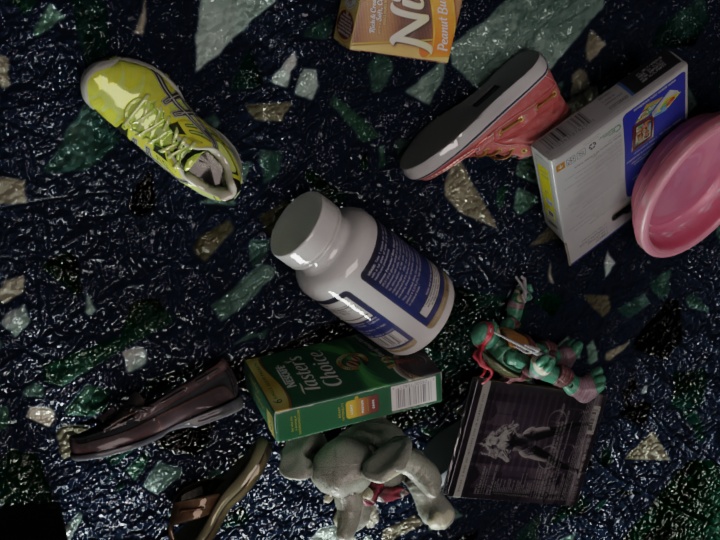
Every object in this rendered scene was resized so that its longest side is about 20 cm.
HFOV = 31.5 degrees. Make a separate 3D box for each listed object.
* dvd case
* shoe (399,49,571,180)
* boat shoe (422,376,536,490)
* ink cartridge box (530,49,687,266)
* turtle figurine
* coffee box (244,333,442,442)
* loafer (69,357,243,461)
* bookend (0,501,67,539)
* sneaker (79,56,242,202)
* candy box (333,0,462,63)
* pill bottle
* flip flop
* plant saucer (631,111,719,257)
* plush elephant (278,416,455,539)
[{"bbox_3d":[0.202,0.212,1.560,0.199,0.016,0.149,9,100,-29],"label":"dvd case"},{"bbox_3d":[0.142,-0.146,1.405,0.200,0.071,0.091,-41,120,-4],"label":"shoe"},{"bbox_3d":[0.158,0.222,1.586,0.200,0.071,0.091,-42,118,-2],"label":"boat shoe"},{"bbox_3d":[0.293,-0.128,1.470,0.197,0.047,0.200,-36,147,-11],"label":"ink cartridge box"},{"bbox_3d":[0.197,0.087,1.511,0.200,0.150,0.101,28,127,-35],"label":"turtle figurine"},{"bbox_3d":[-0.020,0.124,1.436,0.199,0.123,0.044,-12,119,-16],"label":"coffee box"},{"bbox_3d":[-0.229,0.151,1.402,0.199,0.072,0.063,-17,100,-22],"label":"loafer"},{"bbox_3d":[-0.427,0.369,1.399,0.198,0.092,0.201,-2,116,-20],"label":"bookend"},{"bbox_3d":[-0.188,-0.141,1.265,0.200,0.076,0.075,35,99,-31],"label":"sneaker"},{"bbox_3d":[0.052,-0.319,1.293,0.115,0.055,0.201,3,113,-24],"label":"candy box"},{"bbox_3d":[0.000,0.000,1.391,0.200,0.111,0.111,36,97,-32],"label":"pill bottle"},{"bbox_3d":[-0.180,0.266,1.468,0.058,0.081,0.200,39,94,-15],"label":"flip flop"},{"bbox_3d":[0.392,-0.109,1.510,0.200,0.051,0.201,-27,141,-23],"label":"plant saucer"},{"bbox_3d":[0.000,0.237,1.470,0.155,0.164,0.201,-28,113,-56],"label":"plush elephant"}]
